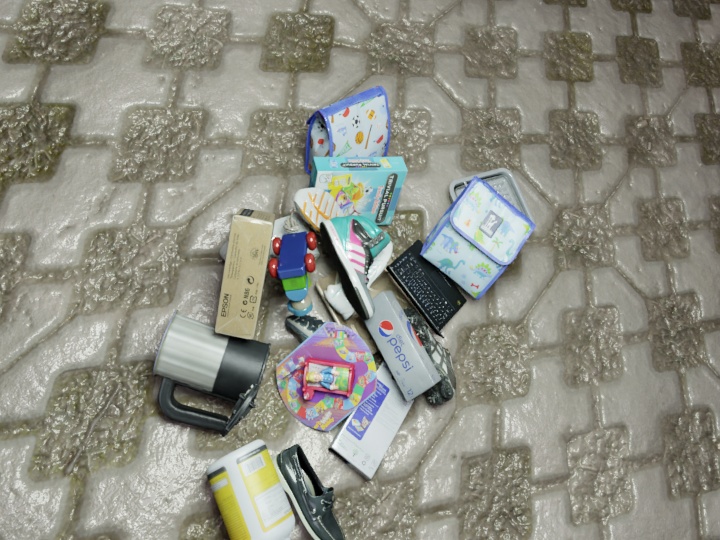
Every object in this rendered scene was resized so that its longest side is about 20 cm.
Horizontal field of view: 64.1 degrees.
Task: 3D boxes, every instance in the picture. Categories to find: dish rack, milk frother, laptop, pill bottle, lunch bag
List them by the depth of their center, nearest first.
[{"bbox_3d":[-0.176,0.403,0.966,0.109,0.112,0.205,-20,77,-23],"label":"pill bottle"},{"bbox_3d":[-0.259,0.175,0.978,0.182,0.200,0.186,19,69,-9],"label":"milk frother"},{"bbox_3d":[0.144,0.030,1.196,0.199,0.103,0.179,-38,88,-37],"label":"laptop"},{"bbox_3d":[-0.027,-0.284,1.221,0.167,0.203,0.125,-29,64,-24],"label":"lunch bag"},{"bbox_3d":[0.249,-0.072,1.228,0.168,0.202,0.128,36,28,-3],"label":"lunch bag"},{"bbox_3d":[0.307,-0.146,1.372,0.194,0.044,0.177,-17,75,-23],"label":"dish rack"}]

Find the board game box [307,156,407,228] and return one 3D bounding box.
[{"bbox_3d":[-0.013,-0.164,1.209,0.193,0.154,0.048,-4,50,-19],"label":"board game box"}]

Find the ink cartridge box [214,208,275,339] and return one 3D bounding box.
[{"bbox_3d":[-0.206,-0.001,1.038,0.072,0.165,0.208,10,98,-10],"label":"ink cartridge box"}]

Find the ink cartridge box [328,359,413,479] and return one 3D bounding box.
[{"bbox_3d":[0.029,0.287,1.119,0.098,0.039,0.202,37,65,-2],"label":"ink cartridge box"}]

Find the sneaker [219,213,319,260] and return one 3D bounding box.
[{"bbox_3d":[-0.174,-0.031,1.153,0.195,0.074,0.118,-23,75,-25],"label":"sneaker"}]

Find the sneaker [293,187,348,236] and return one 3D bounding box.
[{"bbox_3d":[-0.066,-0.095,1.173,0.198,0.076,0.081,36,62,-35],"label":"sneaker"}]

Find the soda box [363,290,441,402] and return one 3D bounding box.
[{"bbox_3d":[0.077,0.144,1.119,0.067,0.063,0.204,-34,77,17],"label":"soda box"}]

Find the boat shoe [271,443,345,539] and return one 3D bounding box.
[{"bbox_3d":[-0.078,0.398,1.016,0.066,0.074,0.202,-38,75,10],"label":"boat shoe"}]

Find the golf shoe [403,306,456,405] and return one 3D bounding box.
[{"bbox_3d":[0.137,0.169,1.181,0.094,0.076,0.206,-16,82,-60],"label":"golf shoe"}]

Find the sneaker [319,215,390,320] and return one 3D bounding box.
[{"bbox_3d":[0.011,-0.019,1.102,0.118,0.084,0.206,-22,84,-19],"label":"sneaker"}]

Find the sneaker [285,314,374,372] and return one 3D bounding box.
[{"bbox_3d":[-0.073,0.159,1.112,0.196,0.077,0.088,31,103,15],"label":"sneaker"}]

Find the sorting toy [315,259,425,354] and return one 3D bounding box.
[{"bbox_3d":[0.021,0.067,1.206,0.196,0.037,0.189,-27,80,-29],"label":"sorting toy"}]

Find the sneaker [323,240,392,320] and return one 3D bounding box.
[{"bbox_3d":[0.000,0.000,1.164,0.079,0.071,0.202,36,60,0],"label":"sneaker"}]

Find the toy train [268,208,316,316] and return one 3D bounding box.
[{"bbox_3d":[-0.119,-0.017,1.099,0.081,0.119,0.203,-7,35,2],"label":"toy train"}]

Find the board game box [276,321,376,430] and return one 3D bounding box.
[{"bbox_3d":[-0.065,0.202,1.057,0.199,0.039,0.160,-40,88,11],"label":"board game box"}]
